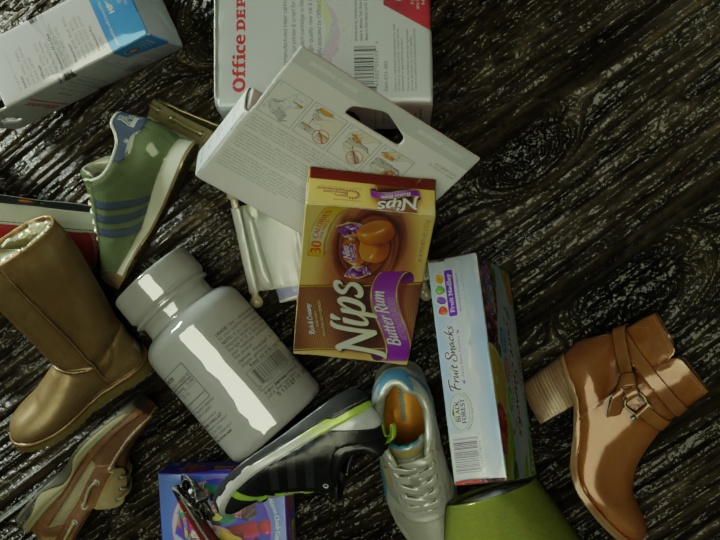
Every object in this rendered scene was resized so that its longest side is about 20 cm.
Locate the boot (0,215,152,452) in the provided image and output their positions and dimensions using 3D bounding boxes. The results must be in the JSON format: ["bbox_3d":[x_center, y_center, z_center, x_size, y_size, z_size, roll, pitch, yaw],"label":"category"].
[{"bbox_3d":[-0.320,0.065,1.090,0.175,0.066,0.200,-37,129,-8],"label":"boot"}]

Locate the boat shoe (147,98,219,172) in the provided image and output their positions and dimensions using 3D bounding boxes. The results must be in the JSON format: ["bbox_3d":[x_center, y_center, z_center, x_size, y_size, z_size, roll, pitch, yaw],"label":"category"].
[{"bbox_3d":[-0.119,-0.124,1.099,0.200,0.073,0.063,11,102,14],"label":"boat shoe"}]

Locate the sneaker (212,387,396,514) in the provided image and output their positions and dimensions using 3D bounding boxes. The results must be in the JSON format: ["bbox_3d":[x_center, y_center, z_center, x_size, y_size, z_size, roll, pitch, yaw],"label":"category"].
[{"bbox_3d":[-0.054,0.194,1.064,0.200,0.072,0.083,-37,82,17],"label":"sneaker"}]

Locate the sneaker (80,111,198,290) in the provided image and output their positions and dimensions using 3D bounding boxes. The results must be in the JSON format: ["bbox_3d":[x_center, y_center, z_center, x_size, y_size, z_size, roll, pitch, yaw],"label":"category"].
[{"bbox_3d":[-0.235,-0.074,1.089,0.090,0.067,0.200,32,128,-5],"label":"sneaker"}]

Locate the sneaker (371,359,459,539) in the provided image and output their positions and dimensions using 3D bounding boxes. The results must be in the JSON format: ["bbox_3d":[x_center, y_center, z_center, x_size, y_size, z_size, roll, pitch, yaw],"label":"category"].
[{"bbox_3d":[0.050,0.193,1.102,0.076,0.081,0.201,-15,95,7],"label":"sneaker"}]

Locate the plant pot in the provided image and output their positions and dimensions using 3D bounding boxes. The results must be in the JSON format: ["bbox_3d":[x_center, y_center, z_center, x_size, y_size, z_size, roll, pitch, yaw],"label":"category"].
[{"bbox_3d":[0.154,0.307,1.060,0.186,0.187,0.201,-18,85,9],"label":"plant pot"}]

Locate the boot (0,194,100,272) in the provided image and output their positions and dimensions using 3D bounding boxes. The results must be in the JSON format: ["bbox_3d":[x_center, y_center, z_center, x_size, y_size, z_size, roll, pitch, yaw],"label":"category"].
[{"bbox_3d":[-0.364,-0.003,1.112,0.199,0.072,0.145,8,100,-24],"label":"boot"}]

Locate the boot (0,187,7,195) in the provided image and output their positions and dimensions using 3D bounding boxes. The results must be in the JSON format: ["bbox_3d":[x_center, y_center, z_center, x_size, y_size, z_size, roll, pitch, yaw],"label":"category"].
[{"bbox_3d":[-0.424,-0.024,1.153,0.131,0.070,0.201,-15,99,2],"label":"boot"}]

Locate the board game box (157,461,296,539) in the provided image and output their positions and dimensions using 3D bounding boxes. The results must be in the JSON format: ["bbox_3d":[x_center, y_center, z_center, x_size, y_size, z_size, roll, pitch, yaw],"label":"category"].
[{"bbox_3d":[-0.135,0.302,1.155,0.134,0.045,0.201,-1,95,8],"label":"board game box"}]

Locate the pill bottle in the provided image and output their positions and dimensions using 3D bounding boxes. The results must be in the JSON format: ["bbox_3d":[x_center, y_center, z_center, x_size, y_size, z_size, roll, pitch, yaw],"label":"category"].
[{"bbox_3d":[-0.145,0.080,1.099,0.114,0.114,0.200,-41,90,9],"label":"pill bottle"}]

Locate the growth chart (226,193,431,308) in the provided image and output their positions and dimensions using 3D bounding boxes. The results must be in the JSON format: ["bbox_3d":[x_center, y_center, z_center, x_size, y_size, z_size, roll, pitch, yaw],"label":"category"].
[{"bbox_3d":[-0.031,-0.020,1.119,0.199,0.018,0.145,-5,100,8],"label":"growth chart"}]

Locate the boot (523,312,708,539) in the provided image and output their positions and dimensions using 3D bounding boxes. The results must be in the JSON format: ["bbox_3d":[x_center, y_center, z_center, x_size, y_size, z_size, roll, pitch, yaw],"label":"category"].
[{"bbox_3d":[0.268,0.153,1.074,0.155,0.077,0.201,-31,78,14],"label":"boot"}]

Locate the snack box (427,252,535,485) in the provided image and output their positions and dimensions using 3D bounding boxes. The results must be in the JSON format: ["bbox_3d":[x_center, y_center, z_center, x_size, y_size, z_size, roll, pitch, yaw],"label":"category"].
[{"bbox_3d":[0.114,0.094,1.028,0.053,0.142,0.201,-9,80,17],"label":"snack box"}]

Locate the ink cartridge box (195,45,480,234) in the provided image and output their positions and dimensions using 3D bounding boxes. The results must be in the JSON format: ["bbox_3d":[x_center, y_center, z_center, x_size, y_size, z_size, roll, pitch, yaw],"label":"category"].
[{"bbox_3d":[-0.022,-0.105,1.005,0.200,0.044,0.174,29,127,-23],"label":"ink cartridge box"}]

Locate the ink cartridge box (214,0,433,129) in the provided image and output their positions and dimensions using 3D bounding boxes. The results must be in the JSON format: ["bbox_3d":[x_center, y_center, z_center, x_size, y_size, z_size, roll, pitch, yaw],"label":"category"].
[{"bbox_3d":[-0.033,-0.212,1.046,0.199,0.083,0.146,-1,80,1],"label":"ink cartridge box"}]

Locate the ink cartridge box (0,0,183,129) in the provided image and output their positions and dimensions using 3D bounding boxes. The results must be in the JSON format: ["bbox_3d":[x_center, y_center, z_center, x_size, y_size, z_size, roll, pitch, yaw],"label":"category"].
[{"bbox_3d":[-0.288,-0.211,1.089,0.199,0.116,0.067,-24,92,9],"label":"ink cartridge box"}]

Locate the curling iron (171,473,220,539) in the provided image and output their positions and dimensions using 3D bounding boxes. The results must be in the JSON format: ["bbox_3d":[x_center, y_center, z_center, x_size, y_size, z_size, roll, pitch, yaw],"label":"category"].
[{"bbox_3d":[-0.136,0.294,1.110,0.025,0.050,0.201,-29,100,-23],"label":"curling iron"}]

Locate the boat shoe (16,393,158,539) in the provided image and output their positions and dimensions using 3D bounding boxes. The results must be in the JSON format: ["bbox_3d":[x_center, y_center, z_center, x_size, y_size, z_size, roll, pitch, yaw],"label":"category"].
[{"bbox_3d":[-0.272,0.213,1.156,0.074,0.076,0.200,42,107,-4],"label":"boat shoe"}]

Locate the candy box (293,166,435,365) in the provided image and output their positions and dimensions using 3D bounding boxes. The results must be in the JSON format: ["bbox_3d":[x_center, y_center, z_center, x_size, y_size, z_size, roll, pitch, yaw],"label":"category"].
[{"bbox_3d":[0.000,0.000,1.037,0.116,0.057,0.201,6,133,-3],"label":"candy box"}]
